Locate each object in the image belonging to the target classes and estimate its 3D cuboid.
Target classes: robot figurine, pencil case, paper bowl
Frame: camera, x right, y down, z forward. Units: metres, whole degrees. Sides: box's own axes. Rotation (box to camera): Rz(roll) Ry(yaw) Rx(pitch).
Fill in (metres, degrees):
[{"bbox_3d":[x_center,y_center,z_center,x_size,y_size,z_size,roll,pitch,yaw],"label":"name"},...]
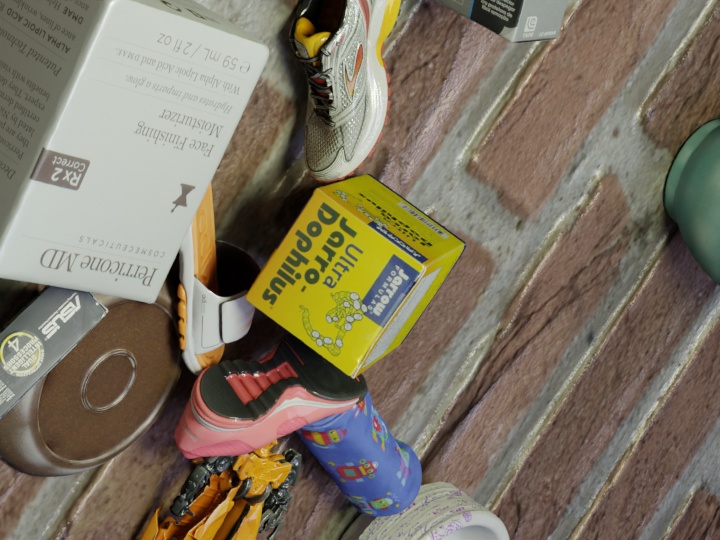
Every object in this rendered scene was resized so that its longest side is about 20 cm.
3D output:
[{"bbox_3d":[-0.133,0.221,1.883,0.145,0.058,0.201,23,98,-55],"label":"robot figurine"},{"bbox_3d":[-0.008,0.147,1.963,0.078,0.087,0.200,-15,143,13],"label":"pencil case"},{"bbox_3d":[0.045,0.301,2.118,0.200,0.104,0.202,-30,137,-33],"label":"paper bowl"}]

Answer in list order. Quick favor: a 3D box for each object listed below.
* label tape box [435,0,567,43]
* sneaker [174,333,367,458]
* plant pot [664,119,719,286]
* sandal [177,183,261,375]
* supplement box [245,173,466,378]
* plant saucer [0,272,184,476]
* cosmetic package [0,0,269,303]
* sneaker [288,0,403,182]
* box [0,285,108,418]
[{"bbox_3d":[0.114,-0.301,1.711,0.063,0.144,0.201,-10,123,-43],"label":"label tape box"},{"bbox_3d":[-0.080,0.110,1.813,0.199,0.074,0.087,-9,147,-47],"label":"sneaker"},{"bbox_3d":[0.401,-0.078,2.236,0.200,0.134,0.201,-30,137,-33],"label":"plant pot"},{"bbox_3d":[-0.110,0.002,1.719,0.079,0.059,0.208,-70,163,-50],"label":"sandal"},{"bbox_3d":[0.000,0.000,1.757,0.109,0.109,0.200,-56,173,11],"label":"supplement box"},{"bbox_3d":[-0.207,0.082,1.712,0.200,0.032,0.201,-32,138,-34],"label":"plant saucer"},{"bbox_3d":[-0.201,-0.108,1.457,0.164,0.165,0.201,11,107,-52],"label":"cosmetic package"},{"bbox_3d":[-0.025,-0.168,1.714,0.082,0.078,0.201,-11,115,-41],"label":"sneaker"},{"bbox_3d":[-0.273,0.088,1.541,0.200,0.049,0.161,-45,-177,-14],"label":"box"}]
